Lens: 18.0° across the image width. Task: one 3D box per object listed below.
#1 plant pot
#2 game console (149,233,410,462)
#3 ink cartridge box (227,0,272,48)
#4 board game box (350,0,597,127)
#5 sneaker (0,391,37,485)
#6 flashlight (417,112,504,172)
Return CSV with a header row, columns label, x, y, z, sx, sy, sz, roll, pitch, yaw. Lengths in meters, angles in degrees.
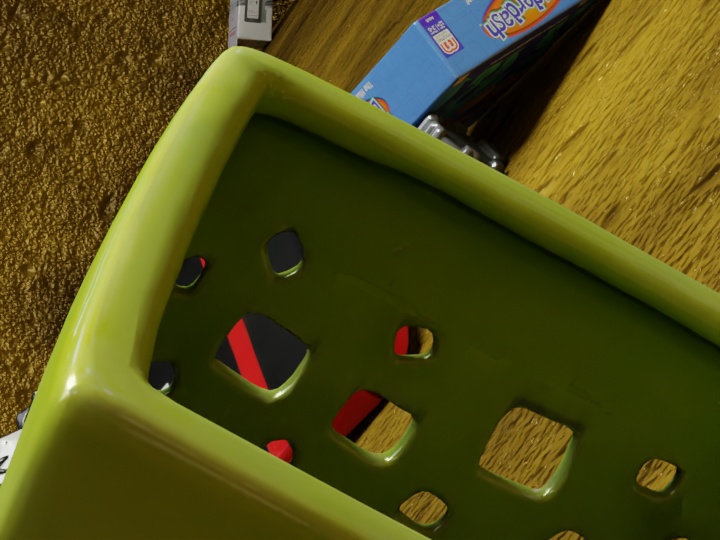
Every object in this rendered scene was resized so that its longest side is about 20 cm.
label,x,y,z,sx,sy,sz,roll,pitch,yaw
plant pot,0.001,0.093,0.534,0.182,0.200,0.199,-60,6,24
game console,-0.055,0.040,1.290,0.177,0.031,0.200,-50,38,23
ink cartridge box,-0.200,-0.472,4.142,0.116,0.068,0.200,174,99,-79
board game box,0.052,-0.117,1.385,0.152,0.045,0.200,-34,-5,-34
sneaker,-0.215,0.156,1.459,0.074,0.080,0.200,-49,12,32
flashlight,0.000,0.000,1.318,0.200,0.068,0.068,-54,7,15
